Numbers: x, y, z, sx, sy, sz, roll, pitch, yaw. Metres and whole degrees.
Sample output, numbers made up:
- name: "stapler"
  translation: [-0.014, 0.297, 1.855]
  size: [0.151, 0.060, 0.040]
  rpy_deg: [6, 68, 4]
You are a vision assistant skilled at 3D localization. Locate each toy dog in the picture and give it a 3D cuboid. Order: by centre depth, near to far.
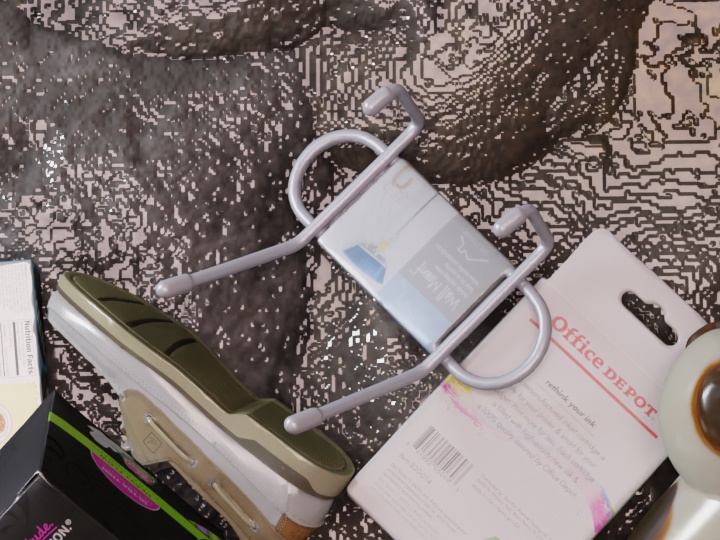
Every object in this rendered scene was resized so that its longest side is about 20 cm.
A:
- name: "toy dog"
  translation: [0.196, 0.125, 1.540]
  size: [0.194, 0.140, 0.200]
  rpy_deg: [12, 108, 9]

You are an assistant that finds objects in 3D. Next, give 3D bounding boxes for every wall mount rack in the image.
- name: "wall mount rack"
  translation: [0.000, 0.000, 1.586]
  size: [0.174, 0.075, 0.200]
  rpy_deg: [-44, 58, -2]

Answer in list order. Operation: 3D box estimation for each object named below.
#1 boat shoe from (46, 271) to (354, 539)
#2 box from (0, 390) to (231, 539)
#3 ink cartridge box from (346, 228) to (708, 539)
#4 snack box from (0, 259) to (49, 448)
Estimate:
- name: "boat shoe"
  translation: [-0.100, 0.078, 1.612]
  size: [0.200, 0.075, 0.068]
  rpy_deg: [38, 107, 19]
- name: "box"
  translation: [-0.127, 0.185, 1.532]
  size: [0.200, 0.149, 0.124]
  rpy_deg: [42, 99, -12]
- name: "ink cartridge box"
  translation: [0.101, 0.087, 1.610]
  size: [0.117, 0.067, 0.200]
  rpy_deg: [44, 87, 6]
- name: "snack box"
  translation: [-0.227, 0.099, 1.634]
  size: [0.116, 0.037, 0.200]
  rpy_deg: [-5, 83, 0]
